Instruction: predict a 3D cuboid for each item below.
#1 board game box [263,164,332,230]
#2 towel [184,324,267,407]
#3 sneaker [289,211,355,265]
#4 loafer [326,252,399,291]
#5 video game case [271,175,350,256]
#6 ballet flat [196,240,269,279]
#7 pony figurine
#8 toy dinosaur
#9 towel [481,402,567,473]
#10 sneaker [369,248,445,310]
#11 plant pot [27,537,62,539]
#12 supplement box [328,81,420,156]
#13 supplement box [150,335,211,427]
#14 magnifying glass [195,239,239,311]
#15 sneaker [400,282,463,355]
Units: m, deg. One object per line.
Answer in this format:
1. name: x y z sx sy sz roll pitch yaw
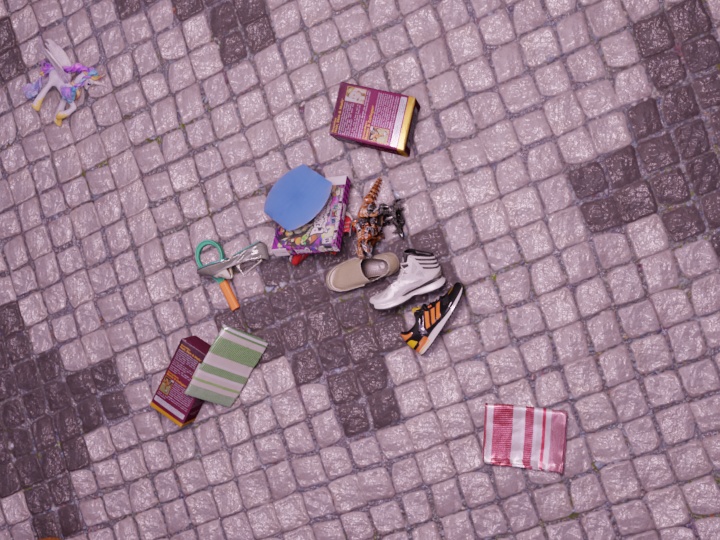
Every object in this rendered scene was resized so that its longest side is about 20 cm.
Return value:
1. board game box: -0.148 -0.169 1.694 0.159 0.039 0.199 -48 46 -6
2. towel: -0.343 0.248 1.774 0.203 0.151 0.023 -59 40 6
3. sneaker: -0.096 -0.069 1.741 0.198 0.077 0.086 -38 88 11
4. loafer: 0.000 0.000 1.720 0.195 0.068 0.078 -19 86 12
5. video game case: -0.121 -0.136 1.707 0.176 0.036 0.205 -3 61 23
6. ballet flat: -0.328 -0.012 1.786 0.195 0.067 0.065 -23 90 0
7. pony figurine: -0.824 -0.525 1.884 0.199 0.167 0.193 -41 114 6
8. toy dinosaur: 0.036 -0.130 1.696 0.131 0.102 0.207 2 91 17
9. towel: 0.393 0.400 1.655 0.193 0.023 0.149 4 90 13
10. sneaker: 0.099 0.012 1.678 0.195 0.076 0.118 -22 107 3
11. plant pot: -0.884 0.829 1.895 0.193 0.140 0.207 0 91 14
12. supplement box: 0.036 -0.368 1.692 0.194 0.103 0.135 15 94 12
13. supplement box: -0.454 0.290 1.818 0.108 0.086 0.204 29 97 10
14. magnifying glass: -0.376 0.012 1.833 0.078 0.022 0.204 -30 85 11
15. sneaker: 0.173 0.103 1.679 0.089 0.070 0.203 33 99 7
